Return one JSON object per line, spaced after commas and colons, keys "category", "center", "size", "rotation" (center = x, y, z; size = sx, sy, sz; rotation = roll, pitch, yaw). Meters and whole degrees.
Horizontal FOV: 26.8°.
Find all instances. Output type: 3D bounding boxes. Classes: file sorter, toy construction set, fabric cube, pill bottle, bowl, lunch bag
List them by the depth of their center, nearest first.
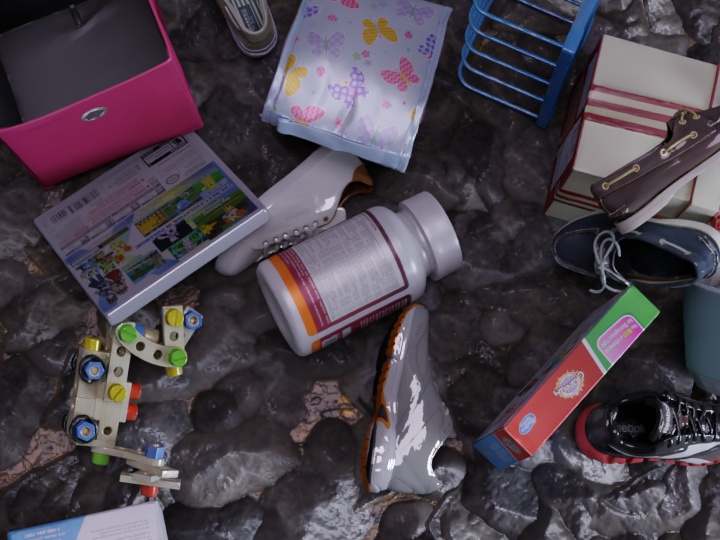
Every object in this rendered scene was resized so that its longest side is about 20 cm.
{"category": "toy construction set", "center": [-0.231, 0.130, 1.549], "size": [0.130, 0.092, 0.202], "rotation": [8, 78, -24]}
{"category": "fabric cube", "center": [-0.296, -0.228, 1.564], "size": [0.195, 0.199, 0.201], "rotation": [-22, 76, -2]}
{"category": "bowl", "center": [0.418, 0.086, 1.569], "size": [0.199, 0.201, 0.106], "rotation": [16, 93, 0]}
{"category": "pill bottle", "center": [0.000, 0.000, 1.586], "size": [0.199, 0.110, 0.110], "rotation": [-26, 78, -11]}
{"category": "lunch bag", "center": [-0.008, -0.205, 1.622], "size": [0.168, 0.128, 0.201], "rotation": [16, 53, -1]}
{"category": "file sorter", "center": [0.186, -0.272, 1.631], "size": [0.122, 0.200, 0.140], "rotation": [24, 74, 6]}

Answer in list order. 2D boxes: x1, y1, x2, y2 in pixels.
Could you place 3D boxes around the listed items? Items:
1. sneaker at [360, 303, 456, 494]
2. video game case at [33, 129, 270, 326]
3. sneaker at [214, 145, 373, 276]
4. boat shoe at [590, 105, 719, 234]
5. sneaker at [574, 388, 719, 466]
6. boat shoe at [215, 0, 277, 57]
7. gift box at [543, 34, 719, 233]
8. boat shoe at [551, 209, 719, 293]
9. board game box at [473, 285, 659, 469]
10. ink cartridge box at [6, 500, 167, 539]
{"category": "sneaker", "center": [0.059, 0.138, 1.581], "size": [0.091, 0.076, 0.202], "rotation": [12, 82, -9]}
{"category": "video game case", "center": [-0.221, -0.053, 1.585], "size": [0.199, 0.022, 0.182], "rotation": [-34, 50, -13]}
{"category": "sneaker", "center": [-0.066, -0.053, 1.614], "size": [0.085, 0.073, 0.200], "rotation": [44, 75, 10]}
{"category": "boat shoe", "center": [0.317, -0.121, 1.485], "size": [0.200, 0.072, 0.060], "rotation": [-40, 93, 9]}
{"category": "sneaker", "center": [0.328, 0.163, 1.575], "size": [0.198, 0.098, 0.072], "rotation": [0, 73, -6]}
{"category": "boat shoe", "center": [-0.144, -0.335, 1.689], "size": [0.072, 0.062, 0.201], "rotation": [-26, 77, -11]}
{"category": "gift box", "center": [0.313, -0.127, 1.604], "size": [0.185, 0.200, 0.186], "rotation": [15, 79, -2]}
{"category": "boat shoe", "center": [0.274, -0.014, 1.548], "size": [0.062, 0.199, 0.076], "rotation": [-36, 123, -41]}
{"category": "board game box", "center": [0.208, 0.112, 1.550], "size": [0.040, 0.153, 0.200], "rotation": [43, 76, 3]}
{"category": "ink cartridge box", "center": [-0.244, 0.343, 1.454], "size": [0.145, 0.146, 0.202], "rotation": [-11, 76, -8]}
